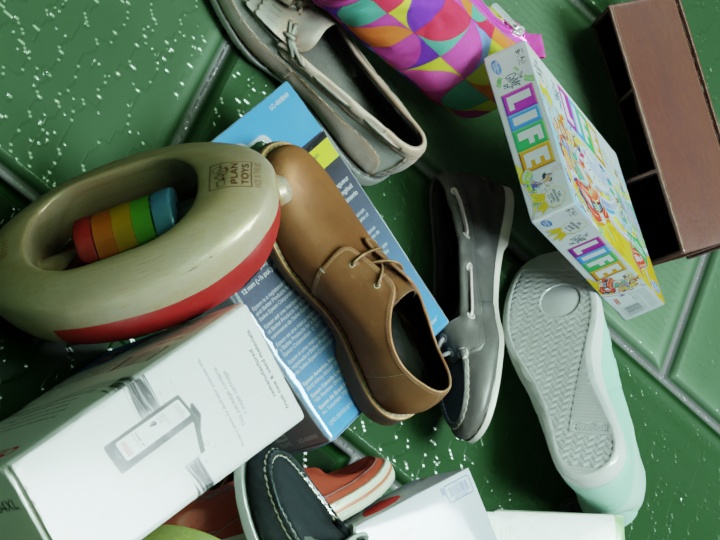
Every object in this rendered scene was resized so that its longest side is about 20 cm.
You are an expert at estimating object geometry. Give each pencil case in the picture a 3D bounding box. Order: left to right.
[{"bbox_3d":[0.044,-0.180,1.635,0.200,0.088,0.089,29,58,-50],"label":"pencil case"}]

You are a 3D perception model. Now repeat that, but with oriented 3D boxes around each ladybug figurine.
[{"bbox_3d":[-0.132,-0.011,1.420,0.136,0.199,0.072,-92,161,-50],"label":"ladybug figurine"}]

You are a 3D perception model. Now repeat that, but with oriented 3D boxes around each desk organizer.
[{"bbox_3d":[0.224,-0.106,1.801,0.077,0.072,0.201,-14,86,-38],"label":"desk organizer"}]

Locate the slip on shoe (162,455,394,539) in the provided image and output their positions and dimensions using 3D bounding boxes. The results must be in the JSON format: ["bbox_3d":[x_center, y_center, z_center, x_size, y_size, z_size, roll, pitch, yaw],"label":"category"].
[{"bbox_3d":[-0.060,0.145,1.496,0.199,0.074,0.062,-14,83,-36],"label":"slip on shoe"}]

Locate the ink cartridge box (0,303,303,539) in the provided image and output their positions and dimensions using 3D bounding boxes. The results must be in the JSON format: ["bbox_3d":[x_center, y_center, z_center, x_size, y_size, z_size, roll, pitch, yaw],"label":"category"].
[{"bbox_3d":[-0.155,0.111,1.374,0.200,0.146,0.085,-35,101,-40],"label":"ink cartridge box"}]

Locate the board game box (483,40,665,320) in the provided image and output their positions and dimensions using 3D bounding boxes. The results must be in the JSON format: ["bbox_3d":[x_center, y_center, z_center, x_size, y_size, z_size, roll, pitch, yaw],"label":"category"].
[{"bbox_3d":[0.154,-0.061,1.671,0.200,0.034,0.135,40,31,-58],"label":"board game box"}]

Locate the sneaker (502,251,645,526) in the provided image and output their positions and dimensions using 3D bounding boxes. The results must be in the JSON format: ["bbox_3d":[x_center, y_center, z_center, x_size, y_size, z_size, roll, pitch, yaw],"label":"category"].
[{"bbox_3d":[0.156,0.091,1.702,0.118,0.073,0.202,62,15,-54],"label":"sneaker"}]

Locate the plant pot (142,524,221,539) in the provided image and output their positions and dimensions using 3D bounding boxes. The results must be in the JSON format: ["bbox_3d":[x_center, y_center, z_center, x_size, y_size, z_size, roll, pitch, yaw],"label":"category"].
[{"bbox_3d":[-0.132,0.249,1.340,0.201,0.200,0.184,56,39,-12],"label":"plant pot"}]

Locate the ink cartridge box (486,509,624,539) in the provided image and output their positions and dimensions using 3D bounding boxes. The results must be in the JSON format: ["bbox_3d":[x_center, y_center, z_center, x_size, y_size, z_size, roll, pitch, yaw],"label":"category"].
[{"bbox_3d":[0.088,0.237,1.604,0.198,0.048,0.147,4,73,-17],"label":"ink cartridge box"}]

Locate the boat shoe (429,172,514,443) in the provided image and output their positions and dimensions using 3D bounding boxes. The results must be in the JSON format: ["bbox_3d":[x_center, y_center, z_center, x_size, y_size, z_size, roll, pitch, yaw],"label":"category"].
[{"bbox_3d":[0.067,0.023,1.643,0.057,0.067,0.201,16,62,-18],"label":"boat shoe"}]

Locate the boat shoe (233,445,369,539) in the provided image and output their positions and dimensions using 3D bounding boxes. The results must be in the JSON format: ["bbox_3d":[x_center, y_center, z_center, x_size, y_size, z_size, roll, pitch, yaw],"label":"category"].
[{"bbox_3d":[-0.009,0.189,1.417,0.201,0.060,0.076,61,31,-12],"label":"boat shoe"}]

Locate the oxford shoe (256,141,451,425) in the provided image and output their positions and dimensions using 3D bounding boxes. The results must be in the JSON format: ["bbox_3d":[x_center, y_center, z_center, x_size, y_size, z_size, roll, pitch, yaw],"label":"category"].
[{"bbox_3d":[0.000,0.000,1.503,0.071,0.071,0.201,-36,98,-38],"label":"oxford shoe"}]

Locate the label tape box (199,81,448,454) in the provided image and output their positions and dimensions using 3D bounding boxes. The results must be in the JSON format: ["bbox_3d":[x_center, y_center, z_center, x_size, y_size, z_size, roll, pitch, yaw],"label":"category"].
[{"bbox_3d":[-0.050,-0.001,1.550,0.143,0.066,0.201,-43,102,-39],"label":"label tape box"}]

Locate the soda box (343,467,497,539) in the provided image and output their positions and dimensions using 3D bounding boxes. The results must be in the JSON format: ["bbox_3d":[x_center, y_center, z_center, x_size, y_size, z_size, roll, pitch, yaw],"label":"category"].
[{"bbox_3d":[-0.009,0.195,1.503,0.199,0.068,0.064,-23,92,-32],"label":"soda box"}]

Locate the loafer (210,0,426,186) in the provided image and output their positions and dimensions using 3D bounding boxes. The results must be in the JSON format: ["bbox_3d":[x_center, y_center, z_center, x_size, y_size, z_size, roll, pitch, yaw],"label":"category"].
[{"bbox_3d":[-0.026,-0.150,1.613,0.200,0.063,0.072,52,51,-15],"label":"loafer"}]
